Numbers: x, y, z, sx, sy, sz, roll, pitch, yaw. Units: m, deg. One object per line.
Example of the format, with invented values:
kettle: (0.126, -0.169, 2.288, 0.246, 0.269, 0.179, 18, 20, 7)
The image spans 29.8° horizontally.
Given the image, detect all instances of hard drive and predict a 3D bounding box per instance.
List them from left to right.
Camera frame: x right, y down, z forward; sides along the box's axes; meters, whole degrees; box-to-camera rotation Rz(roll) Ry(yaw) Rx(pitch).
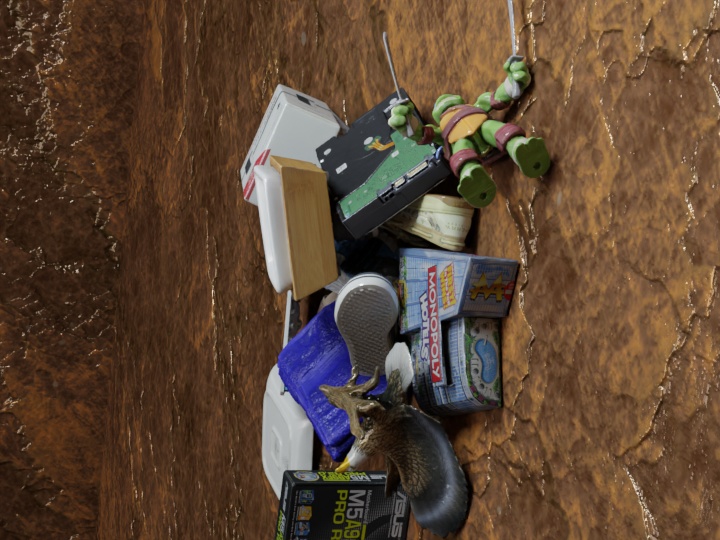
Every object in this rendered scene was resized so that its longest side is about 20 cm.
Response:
hard drive: (0.024, -0.131, 1.624, 0.139, 0.038, 0.200, -36, 30, 8)

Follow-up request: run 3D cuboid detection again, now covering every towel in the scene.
towel: (-0.028, 0.136, 1.761, 0.148, 0.049, 0.200, -48, 43, 10)

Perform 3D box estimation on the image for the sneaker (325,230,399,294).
sneaker: (0.000, 0.000, 1.754, 0.075, 0.087, 0.200, -48, 29, -21)

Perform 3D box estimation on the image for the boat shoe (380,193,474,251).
boat shoe: (0.069, -0.057, 1.611, 0.200, 0.073, 0.063, -176, 92, -69)

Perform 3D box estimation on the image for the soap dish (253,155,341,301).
soap dish: (-0.078, -0.058, 1.644, 0.200, 0.081, 0.158, -130, 33, -79)

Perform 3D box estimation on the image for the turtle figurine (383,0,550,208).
turtle figurine: (0.109, -0.171, 1.421, 0.194, 0.143, 0.201, -120, 34, -50)

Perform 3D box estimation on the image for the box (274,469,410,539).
box: (-0.028, 0.349, 1.687, 0.044, 0.159, 0.201, -140, 57, -67)

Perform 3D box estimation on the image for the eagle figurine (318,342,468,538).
eagle figurine: (0.039, 0.196, 1.554, 0.150, 0.200, 0.152, -23, 38, 35)

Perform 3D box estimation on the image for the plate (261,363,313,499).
plate: (-0.118, 0.274, 2.095, 0.200, 0.032, 0.201, -132, 43, -61)

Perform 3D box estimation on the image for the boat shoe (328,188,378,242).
boat shoe: (-0.028, -0.084, 1.720, 0.200, 0.057, 0.067, -127, 26, -68)

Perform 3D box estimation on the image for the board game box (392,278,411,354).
board game box: (0.049, 0.044, 1.724, 0.200, 0.023, 0.105, -130, 45, -62)

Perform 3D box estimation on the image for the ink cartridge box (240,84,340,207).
ink cartridge box: (-0.101, -0.167, 1.875, 0.200, 0.083, 0.145, -112, 45, -74)

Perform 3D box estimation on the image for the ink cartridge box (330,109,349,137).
ink cartridge box: (-0.055, -0.123, 2.001, 0.198, 0.047, 0.201, -131, 50, -61)

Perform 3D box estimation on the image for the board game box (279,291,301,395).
board game box: (-0.093, 0.072, 2.008, 0.200, 0.026, 0.201, -77, -9, -86)

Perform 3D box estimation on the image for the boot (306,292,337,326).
boot: (-0.025, 0.103, 1.861, 0.200, 0.070, 0.147, 4, 82, 62)

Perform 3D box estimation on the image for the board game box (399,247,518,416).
board game box: (0.107, 0.056, 1.507, 0.200, 0.061, 0.201, 152, 119, -68)

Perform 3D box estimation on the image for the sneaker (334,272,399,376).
sneaker: (0.008, 0.046, 1.634, 0.200, 0.078, 0.080, 89, -179, -56)

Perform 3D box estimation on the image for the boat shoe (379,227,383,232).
boat shoe: (-0.048, -0.046, 1.857, 0.199, 0.072, 0.069, 10, 78, 45)
